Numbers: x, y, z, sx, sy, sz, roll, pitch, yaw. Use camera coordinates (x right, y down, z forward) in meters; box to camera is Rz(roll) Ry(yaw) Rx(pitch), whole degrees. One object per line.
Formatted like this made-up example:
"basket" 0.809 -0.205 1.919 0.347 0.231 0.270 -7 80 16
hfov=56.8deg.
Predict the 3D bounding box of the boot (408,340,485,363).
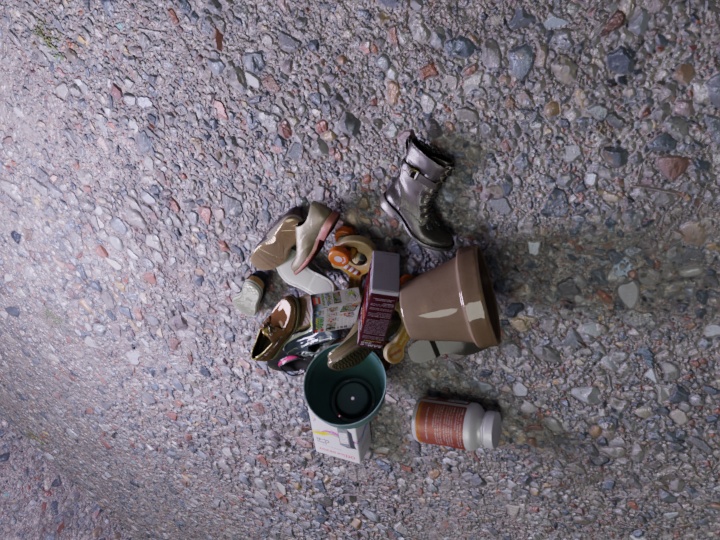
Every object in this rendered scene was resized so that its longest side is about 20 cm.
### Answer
"boot" 0.206 0.152 1.494 0.197 0.075 0.075 -14 98 16

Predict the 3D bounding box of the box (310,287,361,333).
"box" -0.059 0.093 1.513 0.108 0.035 0.200 -8 161 -8

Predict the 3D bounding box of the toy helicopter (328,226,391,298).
"toy helicopter" 0.000 0.000 1.496 0.130 0.080 0.202 9 137 6

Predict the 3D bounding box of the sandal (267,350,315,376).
"sandal" -0.175 0.252 1.786 0.197 0.045 0.076 1 123 29

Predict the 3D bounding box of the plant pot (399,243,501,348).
"plant pot" 0.173 0.063 1.325 0.172 0.201 0.202 -12 117 16

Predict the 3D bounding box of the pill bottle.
"pill bottle" 0.230 0.368 1.596 0.197 0.112 0.113 3 124 28

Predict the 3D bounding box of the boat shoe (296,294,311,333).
"boat shoe" -0.148 0.113 1.670 0.199 0.062 0.074 -33 77 38

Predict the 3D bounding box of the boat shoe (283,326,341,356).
"boat shoe" -0.122 0.181 1.684 0.199 0.074 0.063 -31 74 33

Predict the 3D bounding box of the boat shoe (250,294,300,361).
"boat shoe" -0.210 0.149 1.642 0.072 0.068 0.202 41 120 30

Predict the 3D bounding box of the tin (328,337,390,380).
"tin" -0.005 0.214 1.669 0.198 0.042 0.113 -19 115 37

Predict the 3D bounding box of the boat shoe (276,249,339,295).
"boat shoe" -0.123 0.017 1.561 0.199 0.073 0.062 34 179 32

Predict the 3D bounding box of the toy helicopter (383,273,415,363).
"toy helicopter" 0.118 0.115 1.450 0.131 0.202 0.079 30 176 -18

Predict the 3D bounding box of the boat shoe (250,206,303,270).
"boat shoe" -0.188 -0.073 1.548 0.071 0.065 0.200 30 132 -16

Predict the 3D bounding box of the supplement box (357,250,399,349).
"supplement box" 0.037 0.066 1.426 0.060 0.110 0.201 7 138 -4

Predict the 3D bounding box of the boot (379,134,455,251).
"boot" 0.136 -0.148 1.308 0.199 0.069 0.175 38 133 3

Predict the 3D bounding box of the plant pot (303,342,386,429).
"plant pot" -0.027 0.293 1.604 0.198 0.202 0.135 16 155 18

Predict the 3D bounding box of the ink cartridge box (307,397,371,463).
"ink cartridge box" -0.055 0.411 1.807 0.146 0.086 0.202 9 125 23

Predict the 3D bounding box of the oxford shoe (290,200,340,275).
"oxford shoe" -0.115 -0.073 1.470 0.074 0.071 0.201 35 125 0

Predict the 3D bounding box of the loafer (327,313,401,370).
"loafer" 0.002 0.158 1.552 0.068 0.199 0.076 53 172 33

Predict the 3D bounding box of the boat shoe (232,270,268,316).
"boat shoe" -0.277 0.060 1.698 0.074 0.063 0.200 34 148 -3
